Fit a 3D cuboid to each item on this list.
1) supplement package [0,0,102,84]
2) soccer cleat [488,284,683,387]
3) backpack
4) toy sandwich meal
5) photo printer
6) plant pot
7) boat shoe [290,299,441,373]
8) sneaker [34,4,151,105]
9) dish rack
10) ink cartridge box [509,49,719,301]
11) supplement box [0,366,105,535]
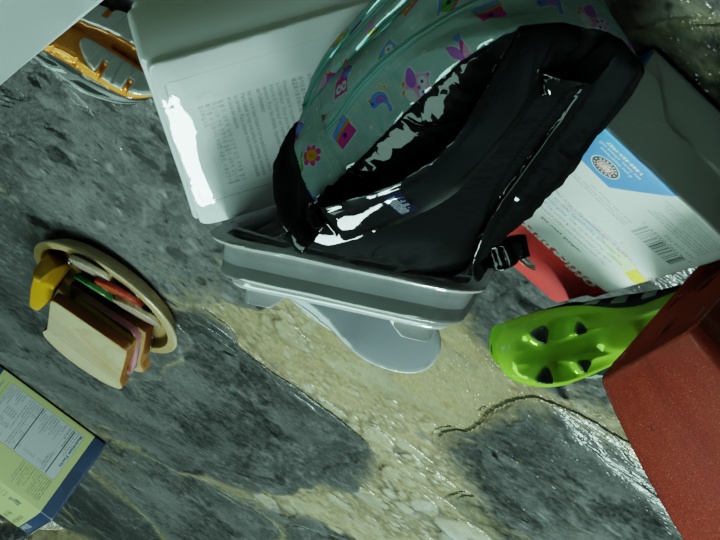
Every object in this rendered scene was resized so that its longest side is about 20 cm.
[{"bbox_3d":[-0.275,-0.230,1.060,0.191,0.147,0.200,47,-170,-28],"label":"supplement package"},{"bbox_3d":[0.182,0.041,1.111,0.199,0.068,0.081,-4,-171,-13],"label":"soccer cleat"},{"bbox_3d":[0.055,-0.095,0.930,0.167,0.127,0.200,5,139,-40],"label":"backpack"},{"bbox_3d":[-0.286,0.046,1.802,0.205,0.070,0.205,28,156,14],"label":"toy sandwich meal"},{"bbox_3d":[-0.027,-0.120,1.026,0.167,0.199,0.070,76,176,-53],"label":"photo printer"},{"bbox_3d":[0.265,0.067,0.991,0.176,0.200,0.200,45,156,1],"label":"plant pot"},{"bbox_3d":[-0.019,0.019,1.425,0.200,0.071,0.070,29,-176,2],"label":"boat shoe"},{"bbox_3d":[-0.237,-0.188,1.291,0.200,0.078,0.077,36,162,-5],"label":"sneaker"},{"bbox_3d":[0.000,0.000,1.082,0.171,0.044,0.200,11,-169,7],"label":"dish rack"},{"bbox_3d":[0.151,-0.051,1.049,0.116,0.067,0.200,41,156,-14],"label":"ink cartridge box"},{"bbox_3d":[-0.499,0.259,2.408,0.200,0.134,0.200,38,156,-7],"label":"supplement box"}]
